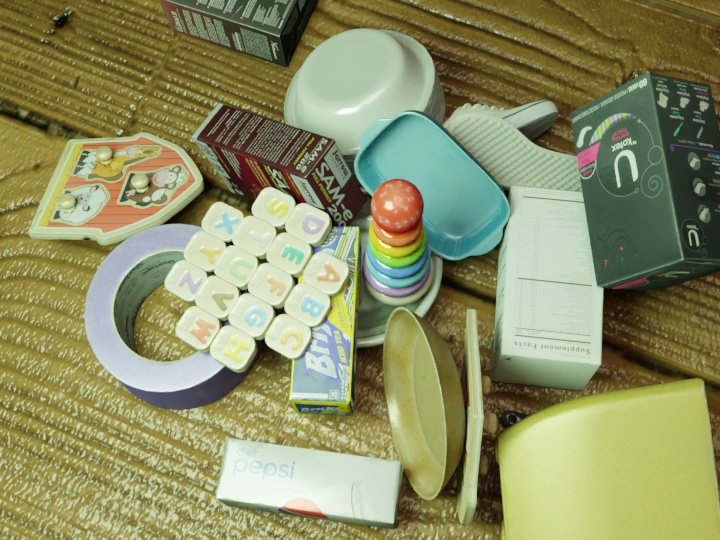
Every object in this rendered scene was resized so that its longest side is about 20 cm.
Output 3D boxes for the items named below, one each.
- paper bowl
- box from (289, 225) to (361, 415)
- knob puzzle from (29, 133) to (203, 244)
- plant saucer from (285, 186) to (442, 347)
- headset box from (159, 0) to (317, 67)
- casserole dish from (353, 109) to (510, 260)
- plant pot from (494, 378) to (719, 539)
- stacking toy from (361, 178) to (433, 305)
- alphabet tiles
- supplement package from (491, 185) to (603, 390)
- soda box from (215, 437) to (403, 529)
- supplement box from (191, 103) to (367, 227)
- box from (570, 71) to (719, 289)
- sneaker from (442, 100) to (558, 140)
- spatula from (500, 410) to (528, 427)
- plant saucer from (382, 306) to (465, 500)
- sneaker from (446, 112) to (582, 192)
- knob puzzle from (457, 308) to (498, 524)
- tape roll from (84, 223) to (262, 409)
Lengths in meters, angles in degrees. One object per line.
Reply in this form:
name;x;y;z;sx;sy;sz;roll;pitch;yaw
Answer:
paper bowl;-0.001;-0.215;1.138;0.197;0.105;0.203;-10;57;15
box;-0.037;0.055;1.031;0.069;0.064;0.203;1;70;4
knob puzzle;-0.292;-0.112;1.139;0.215;0.031;0.222;-3;45;3
plant saucer;0.000;0.000;1.110;0.196;0.050;0.204;-1;69;3
headset box;-0.166;-0.383;1.254;0.197;0.077;0.151;18;70;11
casserole dish;0.084;-0.101;1.052;0.200;0.121;0.039;42;34;-11
plant pot;0.237;0.216;0.929;0.196;0.194;0.199;-4;81;8
stacking toy;0.039;-0.033;0.987;0.084;0.200;0.087;-1;69;3
alphabet tiles;-0.118;0.006;1.023;0.194;0.015;0.202;26;77;22
supplement package;0.213;0.022;1.058;0.112;0.110;0.203;6;69;5
soda box;-0.054;0.235;1.015;0.196;0.064;0.069;7;69;6
supplement box;-0.097;-0.122;1.095;0.198;0.109;0.061;22;67;37
box;0.315;-0.091;0.992;0.105;0.122;0.204;2;74;-32
sneaker;0.150;-0.179;1.159;0.197;0.073;0.072;-22;72;-5
spatula;0.253;0.193;1.037;0.197;0.021;0.057;15;78;10
plant saucer;0.070;0.138;0.980;0.035;0.201;0.203;-6;67;-15
sneaker;0.183;-0.122;1.112;0.197;0.105;0.077;20;84;-9
knob puzzle;0.122;0.174;0.969;0.030;0.220;0.223;2;69;2
tape roll;-0.215;0.054;1.083;0.196;0.085;0.203;-1;68;3
